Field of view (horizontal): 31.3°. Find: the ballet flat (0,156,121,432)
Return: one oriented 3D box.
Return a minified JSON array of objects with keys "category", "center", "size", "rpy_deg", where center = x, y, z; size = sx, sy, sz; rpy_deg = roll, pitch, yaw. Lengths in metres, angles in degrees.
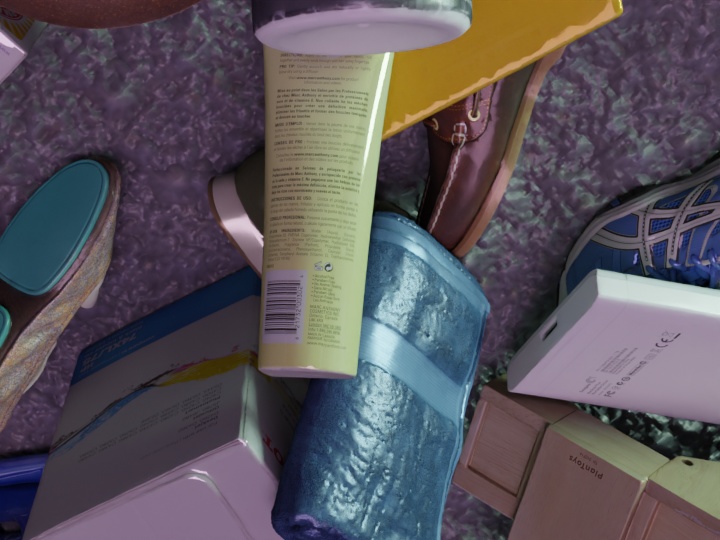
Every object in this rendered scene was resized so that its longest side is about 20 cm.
[{"category":"ballet flat","center":[-0.203,0.021,0.795],"size":[0.200,0.068,0.067],"rpy_deg":[-54,151,-3]}]

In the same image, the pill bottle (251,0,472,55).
[{"category":"pill bottle","center":[-0.004,-0.209,0.608],"size":[0.106,0.106,0.200],"rpy_deg":[-3,90,0]}]

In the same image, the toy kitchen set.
[{"category":"toy kitchen set","center":[0.186,0.173,0.892],"size":[0.200,0.180,0.163],"rpy_deg":[29,117,28]}]

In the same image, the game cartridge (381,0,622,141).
[{"category":"game cartridge","center":[0.031,-0.191,0.681],"size":[0.176,0.032,0.200],"rpy_deg":[-26,95,11]}]

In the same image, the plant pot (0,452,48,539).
[{"category":"plant pot","center":[-0.272,0.264,0.858],"size":[0.200,0.200,0.180],"rpy_deg":[-10,124,4]}]

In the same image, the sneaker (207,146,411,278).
[{"category":"sneaker","center":[0.000,0.000,0.795],"size":[0.090,0.067,0.200],"rpy_deg":[-32,111,20]}]

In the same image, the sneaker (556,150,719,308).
[{"category":"sneaker","center":[0.205,-0.017,0.789],"size":[0.200,0.077,0.076],"rpy_deg":[-38,114,19]}]

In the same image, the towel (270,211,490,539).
[{"category":"towel","center":[0.018,0.072,0.715],"size":[0.048,0.200,0.112],"rpy_deg":[-10,141,39]}]

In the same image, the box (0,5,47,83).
[{"category":"box","center":[-0.271,-0.165,0.676],"size":[0.101,0.113,0.200],"rpy_deg":[-40,113,19]}]

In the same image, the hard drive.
[{"category":"hard drive","center":[0.210,0.055,0.811],"size":[0.200,0.027,0.132],"rpy_deg":[10,147,-14]}]

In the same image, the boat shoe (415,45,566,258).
[{"category":"boat shoe","center":[0.066,-0.106,0.743],"size":[0.070,0.070,0.200],"rpy_deg":[15,108,-17]}]

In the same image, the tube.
[{"category":"tube","center":[-0.020,-0.045,0.664],"size":[0.058,0.052,0.200],"rpy_deg":[8,81,-34]}]

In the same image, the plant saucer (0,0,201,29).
[{"category":"plant saucer","center":[-0.132,-0.221,0.635],"size":[0.200,0.037,0.201],"rpy_deg":[1,85,-6]}]

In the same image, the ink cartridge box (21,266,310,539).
[{"category":"ink cartridge box","center":[-0.090,0.125,0.784],"size":[0.146,0.200,0.147],"rpy_deg":[-26,115,11]}]
